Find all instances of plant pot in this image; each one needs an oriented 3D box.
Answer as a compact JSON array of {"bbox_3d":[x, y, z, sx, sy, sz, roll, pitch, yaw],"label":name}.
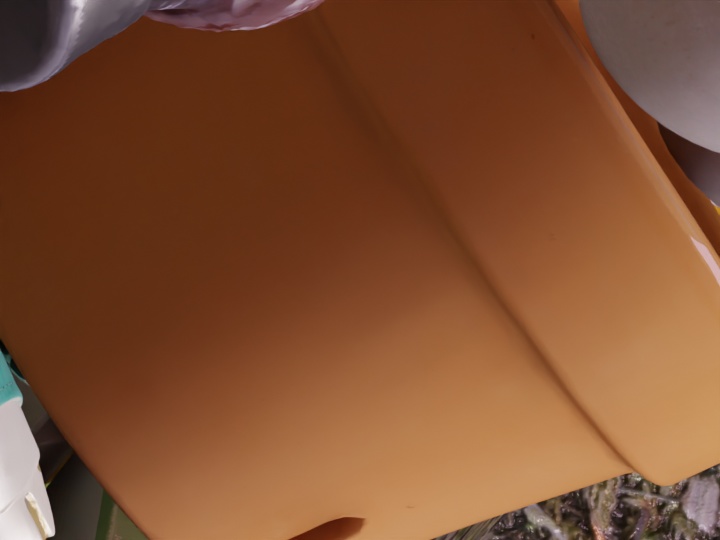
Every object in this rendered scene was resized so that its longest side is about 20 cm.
[{"bbox_3d":[-0.004,-0.018,0.657,0.140,0.200,0.200,-33,173,9],"label":"plant pot"}]

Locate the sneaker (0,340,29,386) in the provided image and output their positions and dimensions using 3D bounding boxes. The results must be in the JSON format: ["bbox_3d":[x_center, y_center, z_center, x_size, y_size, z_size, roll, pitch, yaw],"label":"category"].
[{"bbox_3d":[0.000,0.000,0.794,0.199,0.077,0.085,-9,160,16],"label":"sneaker"}]

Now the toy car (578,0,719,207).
[{"bbox_3d":[0.142,-0.083,0.561,0.200,0.175,0.150,32,64,-72],"label":"toy car"}]

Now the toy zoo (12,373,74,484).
[{"bbox_3d":[-0.061,0.005,0.944,0.200,0.020,0.131,-50,170,10],"label":"toy zoo"}]

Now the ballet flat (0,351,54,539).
[{"bbox_3d":[-0.115,0.064,0.795,0.067,0.070,0.200,-43,169,-22],"label":"ballet flat"}]

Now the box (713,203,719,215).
[{"bbox_3d":[0.139,-0.062,0.797,0.113,0.101,0.200,-71,169,-51],"label":"box"}]

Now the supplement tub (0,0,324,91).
[{"bbox_3d":[-0.007,-0.111,0.477,0.200,0.107,0.107,-41,168,-32],"label":"supplement tub"}]

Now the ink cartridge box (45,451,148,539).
[{"bbox_3d":[-0.116,0.144,0.902,0.200,0.048,0.146,-52,-166,17],"label":"ink cartridge box"}]
